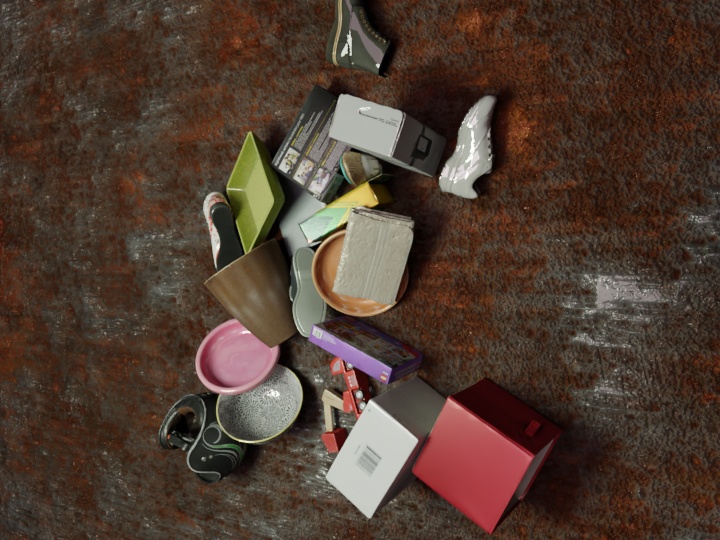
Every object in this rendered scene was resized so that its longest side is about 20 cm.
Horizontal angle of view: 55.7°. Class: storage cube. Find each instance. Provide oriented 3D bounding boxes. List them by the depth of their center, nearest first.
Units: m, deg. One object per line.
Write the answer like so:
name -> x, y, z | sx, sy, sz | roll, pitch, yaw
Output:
storage cube -> 0.233, 0.329, 1.249 | 0.179, 0.170, 0.202 | 32, 111, 27

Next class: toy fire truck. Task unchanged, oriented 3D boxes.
toy fire truck -> -0.036, 0.284, 1.482 | 0.140, 0.049, 0.202 | -21, 84, 32

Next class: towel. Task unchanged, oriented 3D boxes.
towel -> 0.025, -0.027, 1.330 | 0.131, 0.035, 0.202 | 13, 122, -4

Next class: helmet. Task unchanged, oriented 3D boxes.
helmet -> -0.356, 0.396, 1.612 | 0.198, 0.190, 0.202 | -19, 54, 28

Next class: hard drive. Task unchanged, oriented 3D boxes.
hard drive -> -0.130, -0.148, 1.508 | 0.139, 0.033, 0.202 | -23, 82, 32

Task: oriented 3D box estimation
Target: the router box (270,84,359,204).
router box -> -0.080, -0.265, 1.429 | 0.149, 0.051, 0.201 | 36, 102, 18

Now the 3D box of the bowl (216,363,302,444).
bowl -> -0.220, 0.321, 1.552 | 0.199, 0.201, 0.095 | 23, 148, 28

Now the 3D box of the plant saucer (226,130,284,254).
plant saucer -> -0.229, -0.169, 1.512 | 0.200, 0.047, 0.201 | -53, 49, 46

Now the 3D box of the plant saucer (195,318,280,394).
plant saucer -> -0.278, 0.202, 1.570 | 0.199, 0.201, 0.051 | 22, 149, 28

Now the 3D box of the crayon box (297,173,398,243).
crayon box -> -0.013, -0.124, 1.365 | 0.199, 0.127, 0.051 | -29, 86, 19

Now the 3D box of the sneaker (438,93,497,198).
sneaker -> 0.218, -0.229, 1.273 | 0.086, 0.074, 0.202 | 25, 114, 15

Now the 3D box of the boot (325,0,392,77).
boot -> 0.018, -0.499, 1.366 | 0.137, 0.077, 0.202 | 25, 121, 23

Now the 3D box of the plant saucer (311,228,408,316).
plant saucer -> 0.000, 0.000, 1.393 | 0.198, 0.038, 0.202 | 3, 118, 6

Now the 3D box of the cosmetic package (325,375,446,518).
cosmetic package -> 0.067, 0.340, 1.335 | 0.123, 0.199, 0.201 | 36, 112, 21

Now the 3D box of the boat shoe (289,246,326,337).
boat shoe -> -0.114, 0.052, 1.463 | 0.060, 0.075, 0.202 | 119, 152, -64

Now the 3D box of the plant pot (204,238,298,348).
plant pot -> -0.213, 0.063, 1.513 | 0.186, 0.187, 0.201 | -31, 93, 30

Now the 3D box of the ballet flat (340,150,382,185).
ballet flat -> 0.008, -0.200, 1.330 | 0.065, 0.200, 0.071 | -14, 93, 9

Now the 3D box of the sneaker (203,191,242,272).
sneaker -> -0.328, -0.087, 1.625 | 0.108, 0.067, 0.203 | -125, 27, -53

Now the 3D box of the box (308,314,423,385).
box -> 0.012, 0.157, 1.389 | 0.199, 0.136, 0.039 | 26, 109, 27

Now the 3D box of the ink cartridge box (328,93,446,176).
ink cartridge box -> 0.053, -0.251, 1.281 | 0.144, 0.199, 0.084 | 23, 98, 28
